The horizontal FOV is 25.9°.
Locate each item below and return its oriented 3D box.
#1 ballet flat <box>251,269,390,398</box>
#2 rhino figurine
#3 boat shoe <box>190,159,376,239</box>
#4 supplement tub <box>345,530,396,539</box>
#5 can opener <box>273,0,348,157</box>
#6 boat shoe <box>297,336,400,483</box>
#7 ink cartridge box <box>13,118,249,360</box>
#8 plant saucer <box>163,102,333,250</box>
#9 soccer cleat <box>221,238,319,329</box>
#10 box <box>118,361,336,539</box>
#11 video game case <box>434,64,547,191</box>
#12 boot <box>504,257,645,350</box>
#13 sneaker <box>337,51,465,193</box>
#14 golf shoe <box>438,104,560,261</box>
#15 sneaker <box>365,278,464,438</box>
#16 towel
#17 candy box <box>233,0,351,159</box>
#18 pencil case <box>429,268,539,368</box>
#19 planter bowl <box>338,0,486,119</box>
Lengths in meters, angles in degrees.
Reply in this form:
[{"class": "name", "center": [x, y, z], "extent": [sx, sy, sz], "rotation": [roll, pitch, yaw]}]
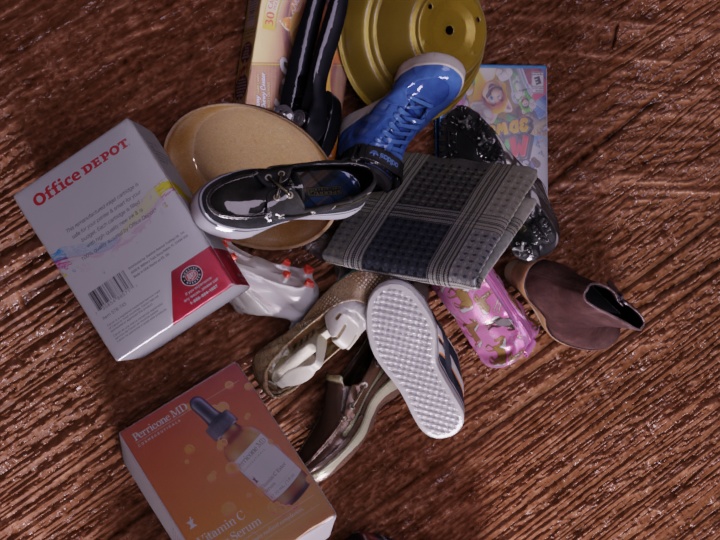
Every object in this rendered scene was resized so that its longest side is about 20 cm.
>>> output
[{"class": "ballet flat", "center": [-0.038, 0.074, 1.715], "extent": [0.070, 0.066, 0.200], "rotation": [33, 115, -33]}, {"class": "rhino figurine", "center": [0.000, 0.000, 1.769], "extent": [0.199, 0.088, 0.060], "rotation": [35, 122, -17]}, {"class": "boat shoe", "center": [-0.074, -0.080, 1.567], "extent": [0.199, 0.057, 0.069], "rotation": [-10, 74, -32]}, {"class": "supplement tub", "center": [0.070, 0.372, 1.795], "extent": [0.199, 0.107, 0.108], "rotation": [19, 86, -21]}, {"class": "can opener", "center": [-0.054, -0.218, 1.692], "extent": [0.063, 0.079, 0.202], "rotation": [9, 92, 21]}, {"class": "boat shoe", "center": [-0.019, 0.146, 1.769], "extent": [0.075, 0.074, 0.203], "rotation": [50, 64, -23]}, {"class": "ink cartridge box", "center": [-0.230, -0.030, 1.603], "extent": [0.145, 0.145, 0.201], "rotation": [-32, 88, 2]}, {"class": "plant saucer", "center": [-0.114, -0.108, 1.683], "extent": [0.200, 0.200, 0.036], "rotation": [39, 43, -17]}, {"class": "soccer cleat", "center": [-0.142, 0.006, 1.722], "extent": [0.199, 0.069, 0.078], "rotation": [23, 118, -12]}, {"class": "box", "center": [-0.143, 0.230, 1.667], "extent": [0.152, 0.106, 0.201], "rotation": [-31, 75, -16]}, {"class": "video game case", "center": [0.156, -0.141, 1.850], "extent": [0.142, 0.018, 0.202], "rotation": [-2, 93, -21]}, {"class": "boot", "center": [0.271, 0.054, 1.812], "extent": [0.199, 0.166, 0.073], "rotation": [33, 83, -33]}, {"class": "sneaker", "center": [0.040, -0.147, 1.694], "extent": [0.076, 0.199, 0.112], "rotation": [28, 52, -28]}, {"class": "golf shoe", "center": [0.162, -0.101, 1.814], "extent": [0.077, 0.094, 0.201], "rotation": [-34, 82, 24]}, {"class": "sneaker", "center": [0.059, 0.085, 1.722], "extent": [0.078, 0.080, 0.201], "rotation": [-16, 117, 11]}, {"class": "towel", "center": [0.081, -0.056, 1.716], "extent": [0.200, 0.191, 0.035], "rotation": [-56, 144, -39]}, {"class": "candy box", "center": [-0.075, -0.220, 1.740], "extent": [0.114, 0.055, 0.202], "rotation": [9, 90, -21]}, {"class": "pencil case", "center": [0.128, 0.018, 1.802], "extent": [0.082, 0.087, 0.201], "rotation": [-32, 111, 8]}, {"class": "planter bowl", "center": [0.079, -0.265, 1.743], "extent": [0.199, 0.083, 0.203], "rotation": [-3, 96, -33]}]
